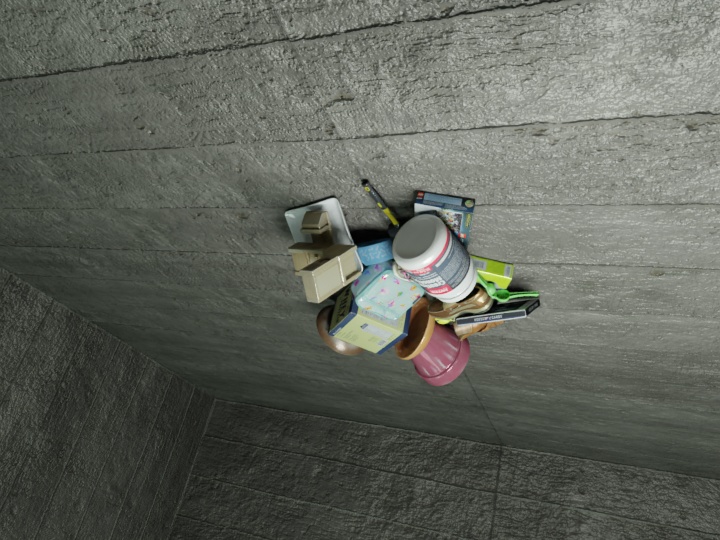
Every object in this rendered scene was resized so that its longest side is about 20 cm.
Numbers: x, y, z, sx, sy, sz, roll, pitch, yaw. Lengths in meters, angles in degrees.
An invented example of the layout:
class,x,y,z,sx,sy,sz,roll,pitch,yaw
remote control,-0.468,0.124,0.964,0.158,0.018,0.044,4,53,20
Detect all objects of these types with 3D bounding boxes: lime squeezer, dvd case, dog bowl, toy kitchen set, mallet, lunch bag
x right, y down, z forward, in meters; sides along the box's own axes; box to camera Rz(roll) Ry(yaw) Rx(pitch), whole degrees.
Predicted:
class,x,y,z,sx,sy,sz,roll,pitch,yaw
lime squeezer,0.360,0.049,1.524,0.197,0.038,0.071,22,151,-10
dvd case,0.383,0.115,1.621,0.198,0.025,0.150,-11,-177,33
dog bowl,0.010,-0.046,1.562,0.198,0.050,0.111,-10,-170,40
toy kitchen set,-0.135,-0.041,1.439,0.198,0.180,0.166,4,114,37
mallet,0.070,-0.147,1.407,0.065,0.042,0.200,0,146,31
lunch bag,0.078,0.060,1.663,0.160,0.078,0.199,-45,134,18

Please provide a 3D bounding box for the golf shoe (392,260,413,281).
class,x,y,z,sx,sy,sz,roll,pitch,yaw
golf shoe,0.125,-0.012,1.499,0.091,0.074,0.199,-5,-175,32

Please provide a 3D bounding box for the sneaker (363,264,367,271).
class,x,y,z,sx,sy,sz,roll,pitch,yaw
sneaker,0.000,0.000,1.692,0.197,0.067,0.091,19,158,-3

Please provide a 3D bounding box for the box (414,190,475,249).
class,x,y,z,sx,sy,sz,roll,pitch,yaw
box,0.198,-0.108,1.405,0.134,0.038,0.201,11,153,10

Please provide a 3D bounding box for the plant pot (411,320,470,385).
class,x,y,z,sx,sy,sz,roll,pitch,yaw
plant pot,0.231,0.247,1.914,0.198,0.202,0.179,-13,137,44

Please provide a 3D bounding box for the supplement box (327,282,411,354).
class,x,y,z,sx,sy,sz,roll,pitch,yaw
supplement box,0.030,0.147,1.866,0.198,0.136,0.200,23,146,-15

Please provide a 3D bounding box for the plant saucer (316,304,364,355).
class,x,y,z,sx,sy,sz,roll,pitch,yaw
plant saucer,-0.052,0.189,1.965,0.198,0.202,0.037,23,133,-16

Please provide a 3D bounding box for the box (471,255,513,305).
class,x,y,z,sx,sy,sz,roll,pitch,yaw
box,0.335,0.035,1.604,0.120,0.048,0.201,13,153,5

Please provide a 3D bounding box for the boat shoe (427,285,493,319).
class,x,y,z,sx,sy,sz,roll,pitch,yaw
boat shoe,0.266,0.079,1.605,0.198,0.076,0.074,-17,132,38

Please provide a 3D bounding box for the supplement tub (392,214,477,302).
class,x,y,z,sx,sy,sz,roll,pitch,yaw
supplement tub,0.178,-0.025,1.375,0.139,0.142,0.200,-7,146,38

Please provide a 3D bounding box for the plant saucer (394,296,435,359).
class,x,y,z,sx,sy,sz,roll,pitch,yaw
plant saucer,0.172,0.182,1.804,0.037,0.203,0.200,22,153,-18

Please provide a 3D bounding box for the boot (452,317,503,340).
class,x,y,z,sx,sy,sz,roll,pitch,yaw
boot,0.370,0.164,1.816,0.153,0.075,0.200,-18,173,10

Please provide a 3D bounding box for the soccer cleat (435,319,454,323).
class,x,y,z,sx,sy,sz,roll,pitch,yaw
soccer cleat,0.260,0.128,1.773,0.064,0.085,0.201,-19,152,-7

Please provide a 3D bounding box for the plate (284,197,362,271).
class,x,y,z,sx,sy,sz,roll,pitch,yaw
plate,-0.092,-0.081,1.528,0.198,0.032,0.203,-9,107,41
